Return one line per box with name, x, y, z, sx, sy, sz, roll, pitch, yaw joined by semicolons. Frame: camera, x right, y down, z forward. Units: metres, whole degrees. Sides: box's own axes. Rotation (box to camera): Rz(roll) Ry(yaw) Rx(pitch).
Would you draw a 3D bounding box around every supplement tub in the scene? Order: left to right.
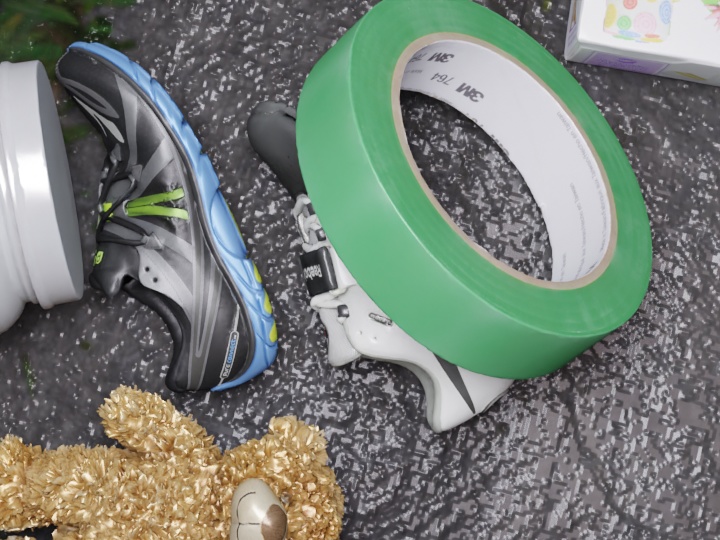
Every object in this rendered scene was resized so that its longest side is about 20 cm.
supplement tub;-0.248;-0.028;0.900;0.197;0.145;0.147;-10;87;-4

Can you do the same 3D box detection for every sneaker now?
sneaker;-0.113;-0.028;0.944;0.082;0.071;0.201;-25;91;-11
sneaker;0.000;0.000;0.940;0.089;0.074;0.200;-45;88;-7

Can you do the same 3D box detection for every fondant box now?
fondant box;0.197;-0.206;0.980;0.142;0.058;0.203;9;85;-2

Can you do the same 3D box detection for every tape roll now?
tape roll;0.060;-0.045;0.903;0.199;0.048;0.202;24;47;-28

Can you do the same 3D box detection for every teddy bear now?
teddy bear;-0.108;0.131;0.922;0.198;0.067;0.147;12;72;9
